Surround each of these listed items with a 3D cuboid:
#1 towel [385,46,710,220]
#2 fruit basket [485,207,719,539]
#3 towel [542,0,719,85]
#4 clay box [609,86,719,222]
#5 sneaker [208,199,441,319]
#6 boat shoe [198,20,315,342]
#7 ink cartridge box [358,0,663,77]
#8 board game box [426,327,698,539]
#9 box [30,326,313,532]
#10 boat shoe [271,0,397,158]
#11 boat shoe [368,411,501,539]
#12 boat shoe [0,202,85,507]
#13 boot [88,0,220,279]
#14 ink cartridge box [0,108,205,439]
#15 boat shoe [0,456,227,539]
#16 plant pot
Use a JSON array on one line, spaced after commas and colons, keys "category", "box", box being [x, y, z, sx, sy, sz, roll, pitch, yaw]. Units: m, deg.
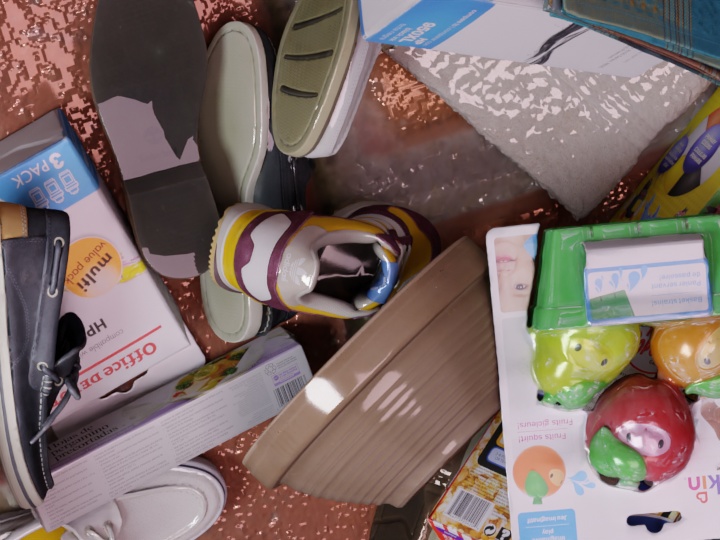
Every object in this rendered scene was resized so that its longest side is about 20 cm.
[{"category": "towel", "box": [0.114, -0.138, 1.744, 0.200, 0.034, 0.133, 40, 98, -20]}, {"category": "fruit basket", "box": [0.174, 0.066, 1.656, 0.184, 0.094, 0.201, -4, 85, -2]}, {"category": "towel", "box": [0.172, -0.215, 1.620, 0.146, 0.022, 0.201, 18, 61, -27]}, {"category": "clay box", "box": [0.241, -0.072, 1.750, 0.048, 0.115, 0.200, 35, 97, -17]}, {"category": "sneaker", "box": [0.000, 0.000, 1.681, 0.199, 0.090, 0.075, -4, 108, -50]}, {"category": "boat shoe", "box": [-0.059, -0.057, 1.717, 0.066, 0.074, 0.201, -9, 100, -38]}, {"category": "ink cartridge box", "box": [0.099, -0.204, 1.633, 0.199, 0.084, 0.146, 6, 70, -29]}, {"category": "board game box", "box": [0.159, 0.114, 1.739, 0.200, 0.151, 0.046, -55, 147, -17]}, {"category": "box", "box": [-0.123, 0.100, 1.749, 0.199, 0.039, 0.042, -28, 117, -13]}, {"category": "boat shoe", "box": [0.002, -0.159, 1.666, 0.068, 0.075, 0.201, 19, 82, -35]}, {"category": "boat shoe", "box": [0.069, 0.112, 1.808, 0.076, 0.072, 0.201, 10, 107, -42]}, {"category": "boat shoe", "box": [-0.194, 0.052, 1.632, 0.062, 0.075, 0.201, -7, 116, -12]}, {"category": "boot", "box": [-0.130, -0.094, 1.692, 0.073, 0.075, 0.201, -7, 91, -10]}, {"category": "ink cartridge box", "box": [-0.184, 0.017, 1.711, 0.115, 0.068, 0.201, -30, 113, 0]}, {"category": "boat shoe", "box": [-0.179, 0.175, 1.764, 0.199, 0.070, 0.071, -15, 111, -7]}, {"category": "plant pot", "box": [0.027, 0.080, 1.698, 0.093, 0.201, 0.201, 45, 95, 6]}]
